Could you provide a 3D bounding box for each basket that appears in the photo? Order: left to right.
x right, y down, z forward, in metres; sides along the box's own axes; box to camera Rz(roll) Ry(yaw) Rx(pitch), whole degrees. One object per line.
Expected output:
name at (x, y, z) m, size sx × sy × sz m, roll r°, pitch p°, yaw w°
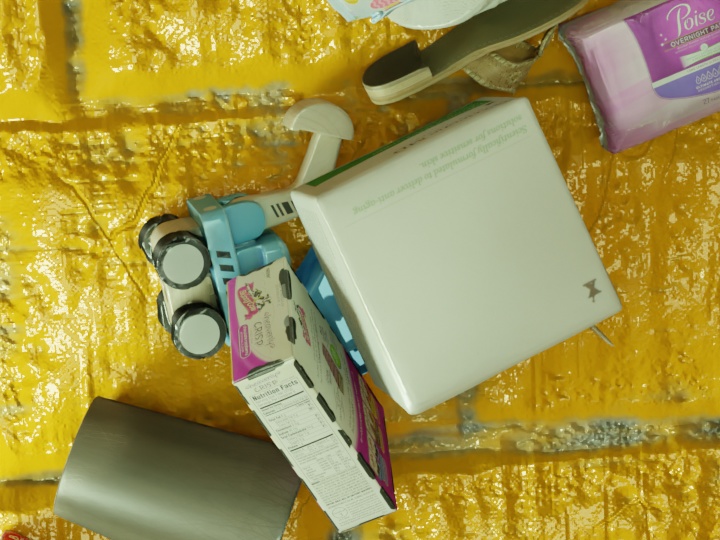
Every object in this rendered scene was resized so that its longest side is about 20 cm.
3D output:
basket at (-0.160, 0.198, 1.774) m, size 0.200 × 0.180 × 0.136 m, roll 19°, pitch 59°, yaw 1°

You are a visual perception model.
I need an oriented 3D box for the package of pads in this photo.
package of pads at (0.283, -0.194, 1.731) m, size 0.200 × 0.076 × 0.121 m, roll -22°, pitch 106°, yaw 3°

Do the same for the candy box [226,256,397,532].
candy box at (-0.041, 0.107, 1.695) m, size 0.061 × 0.137 × 0.200 m, roll -23°, pitch 126°, yaw 11°

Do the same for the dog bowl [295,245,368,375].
dog bowl at (0.000, 0.000, 1.778) m, size 0.111 × 0.050 × 0.200 m, roll 28°, pitch 100°, yaw -9°

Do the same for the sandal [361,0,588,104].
sandal at (0.110, -0.182, 1.739) m, size 0.211 × 0.078 × 0.070 m, roll -23°, pitch 124°, yaw 9°

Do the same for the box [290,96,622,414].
box at (0.074, -0.017, 1.659) m, size 0.199 × 0.171 × 0.200 m, roll -26°, pitch 99°, yaw -6°

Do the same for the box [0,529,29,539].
box at (-0.333, 0.354, 1.822) m, size 0.095 × 0.103 × 0.200 m, roll 28°, pitch 102°, yaw -8°

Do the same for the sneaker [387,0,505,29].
sneaker at (0.114, -0.256, 1.713) m, size 0.200 × 0.088 × 0.075 m, roll -15°, pitch 89°, yaw 25°

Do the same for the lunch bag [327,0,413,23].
lunch bag at (0.022, -0.321, 1.642) m, size 0.169 × 0.127 × 0.200 m, roll -23°, pitch 97°, yaw 30°

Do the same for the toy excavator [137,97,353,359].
toy excavator at (-0.092, -0.039, 1.751) m, size 0.200 × 0.100 × 0.195 m, roll -15°, pitch 106°, yaw -12°

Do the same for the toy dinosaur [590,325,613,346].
toy dinosaur at (0.119, 0.028, 1.795) m, size 0.200 × 0.060 × 0.106 m, roll -11°, pitch 117°, yaw 10°
